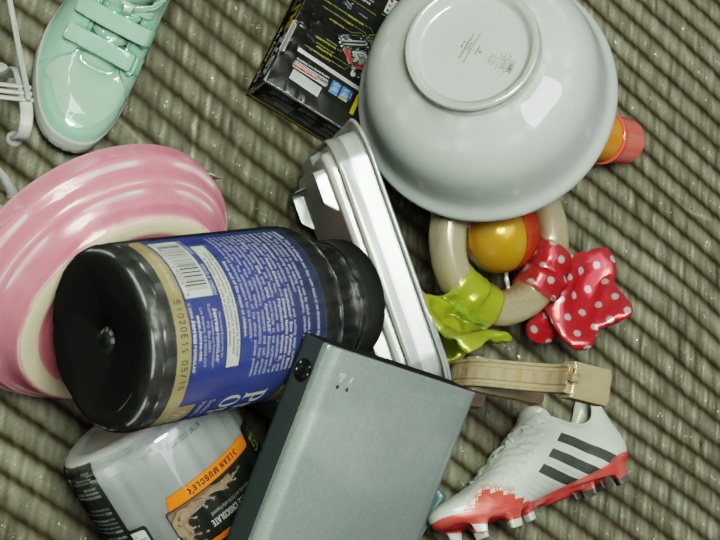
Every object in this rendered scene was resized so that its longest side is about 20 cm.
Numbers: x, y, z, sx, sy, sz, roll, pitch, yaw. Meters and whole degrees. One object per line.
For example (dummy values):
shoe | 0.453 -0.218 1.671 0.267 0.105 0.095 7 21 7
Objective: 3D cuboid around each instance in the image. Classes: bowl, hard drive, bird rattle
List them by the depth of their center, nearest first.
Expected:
hard drive | -0.015 0.152 0.824 0.139 0.033 0.201 21 91 -42
bowl | 0.085 -0.144 0.946 0.199 0.090 0.203 -4 74 12
bird rattle | 0.120 -0.006 1.020 0.198 0.112 0.165 -13 101 -23

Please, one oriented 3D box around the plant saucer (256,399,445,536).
plant saucer | -0.011 0.127 0.993 0.200 0.019 0.070 49 51 -11

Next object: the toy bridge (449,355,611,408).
toy bridge | 0.105 0.082 0.962 0.067 0.200 0.027 14 78 -21

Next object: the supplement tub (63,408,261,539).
supplement tub | -0.102 0.180 0.889 0.122 0.122 0.201 -36 103 -25

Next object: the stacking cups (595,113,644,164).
stacking cups | 0.168 -0.112 1.070 0.199 0.060 0.061 6 78 -45

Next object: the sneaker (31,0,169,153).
sneaker | -0.173 -0.186 0.925 0.073 0.118 0.202 23 74 -21

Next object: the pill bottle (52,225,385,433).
pill bottle | -0.082 0.030 0.821 0.199 0.111 0.113 -8 84 -44

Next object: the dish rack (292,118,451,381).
dish rack | 0.000 0.000 0.951 0.043 0.172 0.202 -19 89 -10

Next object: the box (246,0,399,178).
box | 0.029 -0.162 1.052 0.199 0.049 0.161 29 73 -18

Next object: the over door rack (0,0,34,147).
over door rack | -0.304 -0.181 0.888 0.147 0.067 0.202 4 66 -35

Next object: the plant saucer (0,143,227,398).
plant saucer | -0.166 0.012 0.858 0.200 0.201 0.051 -27 54 -26

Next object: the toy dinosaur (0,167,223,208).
toy dinosaur | -0.175 -0.032 0.903 0.199 0.102 0.078 -9 82 -28

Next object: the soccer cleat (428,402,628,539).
soccer cleat | 0.129 0.155 1.038 0.199 0.069 0.086 -14 77 -31
